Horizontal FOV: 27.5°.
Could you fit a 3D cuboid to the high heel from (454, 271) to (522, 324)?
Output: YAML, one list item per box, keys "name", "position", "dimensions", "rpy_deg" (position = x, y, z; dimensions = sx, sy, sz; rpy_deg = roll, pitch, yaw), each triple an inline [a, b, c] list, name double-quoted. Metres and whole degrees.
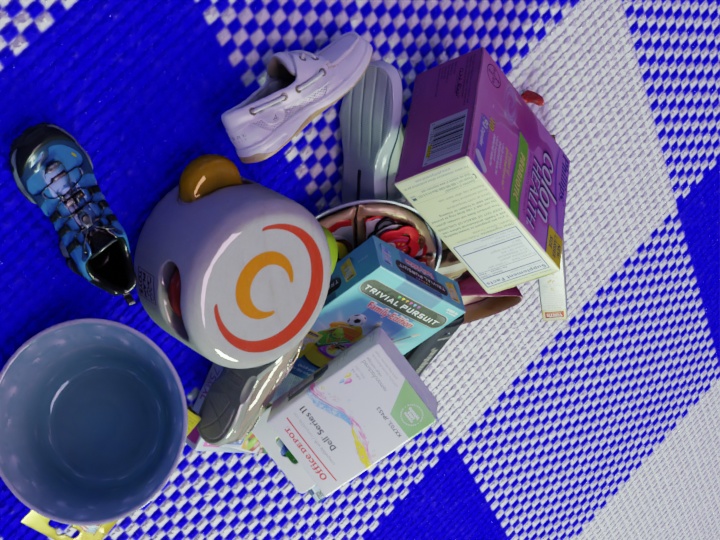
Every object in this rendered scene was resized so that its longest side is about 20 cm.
- name: "high heel"
  position: [0.109, 0.059, 1.866]
  dimensions: [0.200, 0.096, 0.068]
  rpy_deg: [-40, 141, -18]

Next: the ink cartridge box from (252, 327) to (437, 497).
- name: "ink cartridge box"
  position: [-0.024, 0.171, 1.664]
  dimensions: [0.200, 0.067, 0.117]
  rpy_deg: [-36, 100, 12]

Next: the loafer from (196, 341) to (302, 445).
- name: "loafer"
  position: [-0.113, 0.108, 1.644]
  dimensions: [0.063, 0.072, 0.201]
  rpy_deg: [12, 114, -55]

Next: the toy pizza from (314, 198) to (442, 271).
- name: "toy pizza"
  position: [0.000, 0.000, 1.691]
  dimensions: [0.199, 0.032, 0.201]
  rpy_deg: [-9, 135, -9]

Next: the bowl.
- name: "bowl"
  position: [-0.267, 0.154, 1.488]
  dimensions: [0.201, 0.201, 0.105]
  rpy_deg: [-50, 175, -6]

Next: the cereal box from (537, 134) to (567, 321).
- name: "cereal box"
  position: [0.242, -0.054, 1.901]
  dimensions: [0.039, 0.144, 0.201]
  rpy_deg: [-4, 133, 7]

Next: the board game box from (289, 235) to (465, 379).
- name: "board game box"
  position: [-0.004, 0.057, 1.689]
  dimensions: [0.200, 0.047, 0.151]
  rpy_deg: [-36, 137, 27]

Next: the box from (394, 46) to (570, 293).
- name: "box"
  position: [0.142, -0.110, 1.647]
  dimensions: [0.200, 0.096, 0.177]
  rpy_deg: [48, 38, -34]

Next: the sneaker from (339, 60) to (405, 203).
- name: "sneaker"
  position: [0.019, -0.151, 1.650]
  dimensions: [0.071, 0.073, 0.201]
  rpy_deg: [-39, 148, -45]

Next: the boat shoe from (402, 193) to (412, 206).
- name: "boat shoe"
  position: [0.091, -0.076, 1.743]
  dimensions: [0.069, 0.071, 0.200]
  rpy_deg: [-50, 162, 16]

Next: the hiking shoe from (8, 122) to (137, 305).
- name: "hiking shoe"
  position: [-0.262, -0.057, 1.394]
  dimensions: [0.074, 0.087, 0.201]
  rpy_deg: [-41, 140, -16]

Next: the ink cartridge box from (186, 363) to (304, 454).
- name: "ink cartridge box"
  position: [-0.113, 0.160, 1.755]
  dimensions: [0.199, 0.042, 0.120]
  rpy_deg: [9, 111, -51]

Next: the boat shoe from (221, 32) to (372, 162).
- name: "boat shoe"
  position: [-0.064, -0.194, 1.504]
  dimensions: [0.200, 0.071, 0.070]
  rpy_deg: [-47, 117, -31]

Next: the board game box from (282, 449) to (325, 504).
- name: "board game box"
  position: [-0.025, 0.217, 1.827]
  dimensions: [0.135, 0.034, 0.200]
  rpy_deg: [-42, 163, -8]

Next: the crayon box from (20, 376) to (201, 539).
- name: "crayon box"
  position: [-0.280, 0.202, 1.598]
  dimensions: [0.200, 0.051, 0.127]
  rpy_deg: [-51, 142, -6]

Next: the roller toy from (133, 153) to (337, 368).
- name: "roller toy"
  position: [-0.137, -0.004, 1.524]
  dimensions: [0.200, 0.139, 0.183]
  rpy_deg: [38, 82, -44]

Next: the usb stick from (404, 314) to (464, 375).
- name: "usb stick"
  position: [0.067, 0.110, 1.850]
  dimensions: [0.055, 0.033, 0.200]
  rpy_deg: [-4, 146, -33]

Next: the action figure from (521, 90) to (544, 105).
- name: "action figure"
  position: [0.143, -0.164, 1.778]
  dimensions: [0.199, 0.052, 0.066]
  rpy_deg: [-22, 135, -31]

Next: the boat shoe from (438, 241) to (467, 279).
- name: "boat shoe"
  position: [0.071, -0.002, 1.808]
  dimensions: [0.199, 0.072, 0.076]
  rpy_deg: [-5, 138, -41]
